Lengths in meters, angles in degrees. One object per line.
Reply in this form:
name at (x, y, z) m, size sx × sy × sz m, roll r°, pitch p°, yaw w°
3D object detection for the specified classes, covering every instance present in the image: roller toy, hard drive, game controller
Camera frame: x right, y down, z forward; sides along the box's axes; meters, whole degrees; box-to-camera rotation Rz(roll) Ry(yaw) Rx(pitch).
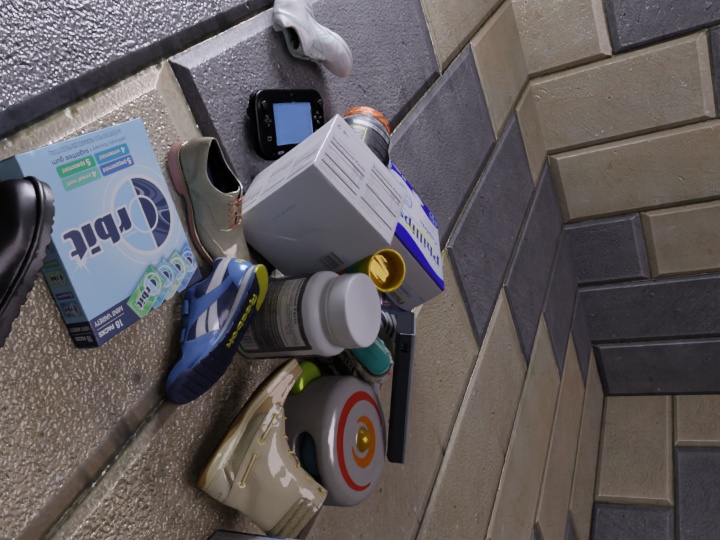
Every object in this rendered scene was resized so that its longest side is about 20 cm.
roller toy at (-0.043, 0.254, 0.949) m, size 0.201 × 0.136 × 0.187 m, roll 51°, pitch 43°, yaw -43°
hard drive at (0.066, 0.183, 1.018) m, size 0.140 × 0.032 × 0.207 m, roll -68°, pitch 163°, yaw -79°
game controller at (-0.114, -0.240, 1.030) m, size 0.199 × 0.041 × 0.108 m, roll -27°, pitch 107°, yaw -58°

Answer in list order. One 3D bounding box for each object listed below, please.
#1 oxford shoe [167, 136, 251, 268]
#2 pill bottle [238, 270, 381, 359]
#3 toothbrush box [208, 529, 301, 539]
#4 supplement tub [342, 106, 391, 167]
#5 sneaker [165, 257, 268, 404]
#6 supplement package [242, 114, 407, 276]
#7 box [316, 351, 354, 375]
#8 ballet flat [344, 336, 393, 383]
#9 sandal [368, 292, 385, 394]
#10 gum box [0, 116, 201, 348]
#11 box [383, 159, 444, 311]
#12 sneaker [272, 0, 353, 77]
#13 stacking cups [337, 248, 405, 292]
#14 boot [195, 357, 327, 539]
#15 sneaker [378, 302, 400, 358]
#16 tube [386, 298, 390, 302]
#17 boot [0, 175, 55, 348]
oxford shoe at (-0.185, -0.077, 0.837) m, size 0.071 × 0.072 × 0.204 m, roll -52°, pitch 128°, yaw -50°
pill bottle at (-0.076, 0.062, 0.873) m, size 0.112 × 0.195 × 0.117 m, roll 17°, pitch 70°, yaw -57°
toothbrush box at (-0.122, 0.435, 0.767) m, size 0.085 × 0.143 × 0.206 m, roll -27°, pitch 106°, yaw -57°
supplement tub at (-0.012, -0.185, 1.117) m, size 0.123 × 0.119 × 0.204 m, roll 52°, pitch 42°, yaw -40°
sneaker at (-0.194, 0.071, 0.803) m, size 0.203 × 0.080 × 0.074 m, roll -62°, pitch 164°, yaw -22°
supplement package at (-0.060, -0.089, 0.902) m, size 0.155 × 0.197 × 0.113 m, roll 43°, pitch 46°, yaw -24°
box at (-0.052, 0.058, 1.067) m, size 0.202 × 0.048 × 0.164 m, roll 57°, pitch 37°, yaw -38°
ballet flat at (-0.021, 0.091, 0.974) m, size 0.203 × 0.074 × 0.064 m, roll 58°, pitch -19°, yaw 17°
sandal at (0.044, 0.129, 1.190) m, size 0.082 × 0.048 × 0.210 m, roll 110°, pitch -15°, yaw -85°
gum box at (-0.277, -0.047, 0.700) m, size 0.170 × 0.043 × 0.205 m, roll -43°, pitch 120°, yaw -54°
box at (0.067, -0.063, 1.182) m, size 0.184 × 0.103 × 0.204 m, roll 45°, pitch 31°, yaw -36°
sneaker at (-0.087, -0.394, 1.098) m, size 0.199 × 0.069 × 0.082 m, roll 36°, pitch 62°, yaw -44°
stacking cups at (0.000, 0.000, 0.957) m, size 0.059 × 0.199 × 0.063 m, roll 0°, pitch 90°, yaw -22°
boot at (-0.099, 0.235, 0.827) m, size 0.154 × 0.073 × 0.202 m, roll 39°, pitch 61°, yaw -6°
sneaker at (0.029, 0.079, 1.084) m, size 0.201 × 0.073 × 0.086 m, roll 59°, pitch 45°, yaw -49°
tube at (0.021, -0.007, 1.212) m, size 0.200 × 0.050 × 0.078 m, roll 45°, pitch 14°, yaw -45°
boot at (-0.352, -0.009, 0.508) m, size 0.157 × 0.077 × 0.217 m, roll 38°, pitch 59°, yaw -51°
